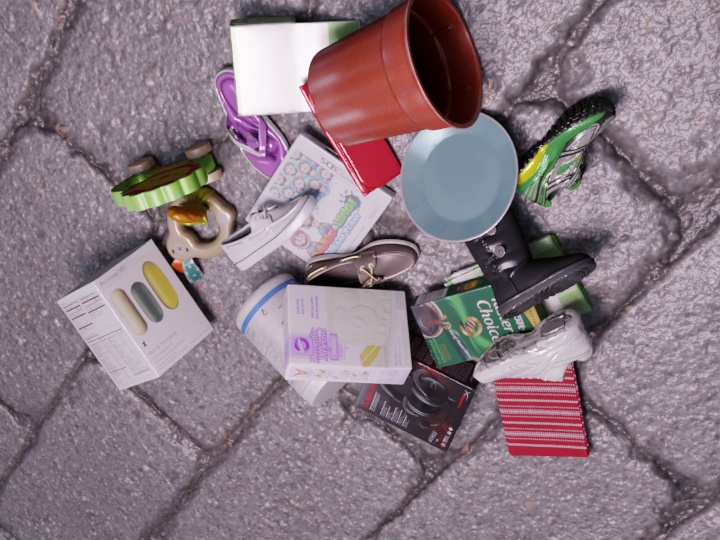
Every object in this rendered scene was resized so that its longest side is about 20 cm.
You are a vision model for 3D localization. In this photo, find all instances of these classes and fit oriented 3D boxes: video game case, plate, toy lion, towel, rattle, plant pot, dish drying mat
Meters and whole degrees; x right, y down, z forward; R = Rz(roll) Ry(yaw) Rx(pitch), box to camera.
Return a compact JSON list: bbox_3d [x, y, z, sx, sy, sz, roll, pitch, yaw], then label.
[{"bbox_3d":[-0.069,-0.104,1.696,0.181,0.024,0.200,34,124,-5],"label":"video game case"},{"bbox_3d":[0.150,-0.141,1.556,0.199,0.026,0.202,-3,85,33],"label":"plate"},{"bbox_3d":[-0.332,-0.142,1.703,0.199,0.192,0.069,-10,111,28],"label":"toy lion"},{"bbox_3d":[0.299,0.225,1.721,0.144,0.022,0.201,-3,112,27],"label":"towel"},{"bbox_3d":[0.251,0.036,1.646,0.199,0.031,0.150,-24,106,29],"label":"towel"},{"bbox_3d":[-0.303,-0.037,1.782,0.130,0.143,0.200,30,119,-16],"label":"rattle"},{"bbox_3d":[0.042,-0.275,1.481,0.194,0.201,0.202,-13,110,35],"label":"plant pot"},{"bbox_3d":[-0.013,-0.217,1.602,0.077,0.018,0.201,-33,107,-2],"label":"dish drying mat"}]

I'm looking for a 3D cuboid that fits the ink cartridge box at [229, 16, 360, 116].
[{"bbox_3d":[-0.098,-0.318,1.600,0.198,0.048,0.146,-4,116,-2],"label":"ink cartridge box"}]

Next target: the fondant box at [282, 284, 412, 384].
[{"bbox_3d":[-0.023,0.103,1.663,0.198,0.145,0.058,3,148,-12],"label":"fondant box"}]

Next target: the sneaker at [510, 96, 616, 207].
[{"bbox_3d":[0.302,-0.172,1.493,0.085,0.078,0.200,36,133,-6],"label":"sneaker"}]

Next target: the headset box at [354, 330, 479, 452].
[{"bbox_3d":[0.091,0.194,1.762,0.199,0.077,0.149,26,123,8],"label":"headset box"}]

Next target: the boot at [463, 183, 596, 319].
[{"bbox_3d":[0.239,-0.053,1.546,0.164,0.066,0.201,-30,68,19],"label":"boot"}]

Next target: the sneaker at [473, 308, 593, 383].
[{"bbox_3d":[0.268,0.142,1.585,0.199,0.078,0.100,-26,113,31],"label":"sneaker"}]

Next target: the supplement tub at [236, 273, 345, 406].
[{"bbox_3d":[-0.102,0.115,1.748,0.200,0.132,0.132,44,125,15],"label":"supplement tub"}]

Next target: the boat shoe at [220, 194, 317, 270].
[{"bbox_3d":[-0.154,-0.071,1.684,0.065,0.074,0.200,44,121,-16],"label":"boat shoe"}]

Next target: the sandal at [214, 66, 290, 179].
[{"bbox_3d":[-0.184,-0.230,1.679,0.082,0.050,0.203,-23,105,31],"label":"sandal"}]

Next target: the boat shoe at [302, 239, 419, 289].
[{"bbox_3d":[0.000,0.000,1.694,0.199,0.060,0.072,-10,123,15],"label":"boat shoe"}]

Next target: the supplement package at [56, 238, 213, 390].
[{"bbox_3d":[-0.403,0.081,1.853,0.150,0.152,0.201,-21,106,47],"label":"supplement package"}]

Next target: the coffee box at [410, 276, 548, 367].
[{"bbox_3d":[0.192,0.075,1.643,0.199,0.044,0.124,-16,110,26],"label":"coffee box"}]
